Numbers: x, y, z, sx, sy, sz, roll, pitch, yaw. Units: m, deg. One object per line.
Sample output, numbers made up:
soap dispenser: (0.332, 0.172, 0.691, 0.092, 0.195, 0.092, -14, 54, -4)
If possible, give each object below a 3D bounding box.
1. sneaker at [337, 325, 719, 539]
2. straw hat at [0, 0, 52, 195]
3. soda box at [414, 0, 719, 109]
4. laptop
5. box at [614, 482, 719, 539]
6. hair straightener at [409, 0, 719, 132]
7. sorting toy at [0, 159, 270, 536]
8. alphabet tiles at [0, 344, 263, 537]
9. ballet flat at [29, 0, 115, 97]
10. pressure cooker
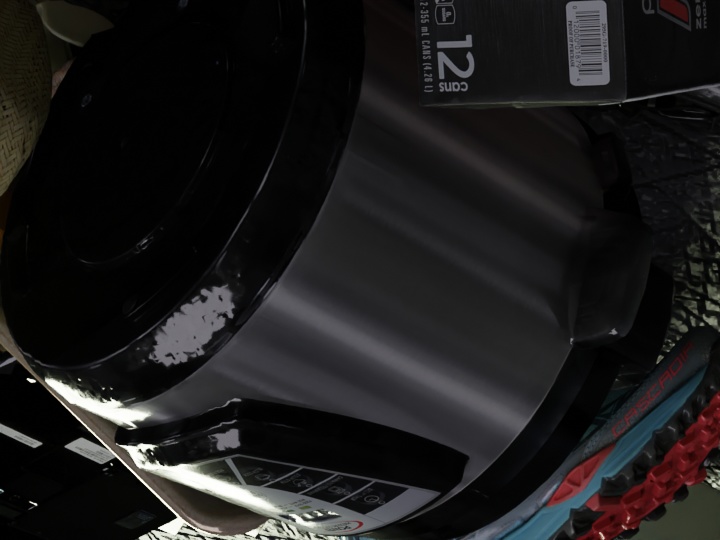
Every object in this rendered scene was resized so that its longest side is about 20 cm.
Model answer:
sneaker: (0.061, 0.075, 0.872, 0.200, 0.079, 0.096, -42, 69, 23)
straw hat: (-0.150, -0.057, 0.745, 0.085, 0.202, 0.201, 17, 150, -13)
soda box: (0.052, -0.144, 0.573, 0.063, 0.071, 0.201, 2, 100, 33)
laptop: (-0.170, 0.061, 0.969, 0.199, 0.104, 0.177, -28, 148, 21)
box: (0.163, 0.150, 0.973, 0.199, 0.069, 0.082, 26, 143, -25)
hair straightener: (0.108, -0.075, 0.773, 0.199, 0.041, 0.077, 17, 177, 8)
sorting toy: (-0.089, 0.017, 0.872, 0.200, 0.185, 0.037, 39, 105, 8)
alphabet tiles: (-0.126, 0.066, 1.013, 0.199, 0.008, 0.167, 23, 148, -7)
ballet flat: (-0.126, -0.077, 0.893, 0.200, 0.068, 0.068, 14, 114, 56)
pressure cooker: (0.001, -0.003, 0.758, 0.200, 0.176, 0.179, 29, 111, -35)
